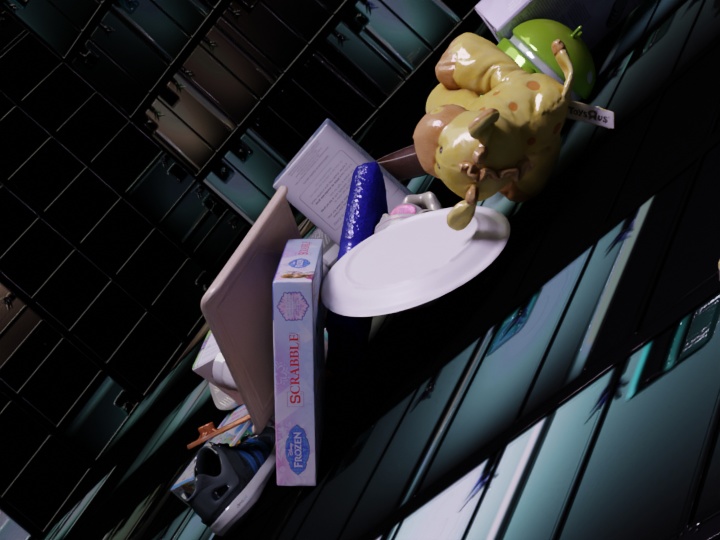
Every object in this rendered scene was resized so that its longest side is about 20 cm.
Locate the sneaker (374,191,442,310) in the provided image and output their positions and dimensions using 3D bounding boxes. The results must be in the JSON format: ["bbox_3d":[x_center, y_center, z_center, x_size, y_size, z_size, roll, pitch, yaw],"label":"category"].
[{"bbox_3d":[0.045,-0.020,1.636,0.080,0.089,0.200,-7,24,17],"label":"sneaker"}]

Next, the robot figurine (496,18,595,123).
[{"bbox_3d":[0.178,-0.193,1.715,0.200,0.116,0.175,-48,-1,10],"label":"robot figurine"}]

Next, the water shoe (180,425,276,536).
[{"bbox_3d":[-0.139,0.211,1.706,0.072,0.079,0.200,-46,8,21],"label":"water shoe"}]

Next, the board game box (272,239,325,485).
[{"bbox_3d":[-0.060,0.086,1.544,0.200,0.041,0.202,-82,-9,-78],"label":"board game box"}]

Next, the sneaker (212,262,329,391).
[{"bbox_3d":[-0.078,0.070,1.766,0.084,0.073,0.200,14,52,36],"label":"sneaker"}]

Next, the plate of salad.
[{"bbox_3d":[0.056,-0.003,1.513,0.198,0.048,0.201,-19,24,8],"label":"plate of salad"}]

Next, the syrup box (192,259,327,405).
[{"bbox_3d":[-0.119,0.052,1.867,0.081,0.079,0.201,-28,32,46],"label":"syrup box"}]

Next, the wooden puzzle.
[{"bbox_3d":[-0.101,0.041,1.627,0.037,0.202,0.186,6,42,26],"label":"wooden puzzle"}]

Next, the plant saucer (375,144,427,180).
[{"bbox_3d":[0.115,-0.153,1.933,0.198,0.035,0.200,-20,6,2],"label":"plant saucer"}]

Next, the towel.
[{"bbox_3d":[0.000,0.000,1.692,0.148,0.049,0.202,94,-175,-65],"label":"towel"}]

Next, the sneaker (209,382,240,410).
[{"bbox_3d":[-0.111,0.127,2.038,0.199,0.076,0.084,-24,-12,41],"label":"sneaker"}]

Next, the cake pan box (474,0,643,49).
[{"bbox_3d":[0.237,-0.313,1.786,0.184,0.052,0.200,-44,-27,7],"label":"cake pan box"}]

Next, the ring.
[{"bbox_3d":[-0.110,0.152,1.762,0.199,0.019,0.200,-27,-3,-2],"label":"ring"}]

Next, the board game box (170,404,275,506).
[{"bbox_3d":[-0.167,0.227,1.970,0.135,0.034,0.200,-53,8,-24],"label":"board game box"}]

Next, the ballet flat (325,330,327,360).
[{"bbox_3d":[-0.035,0.069,1.865,0.067,0.064,0.200,-45,7,1],"label":"ballet flat"}]

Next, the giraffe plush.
[{"bbox_3d":[0.120,-0.123,1.485,0.198,0.174,0.162,2,28,40],"label":"giraffe plush"}]

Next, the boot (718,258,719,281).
[{"bbox_3d":[0.204,0.013,0.685,0.200,0.072,0.155,-47,6,-20],"label":"boot"}]

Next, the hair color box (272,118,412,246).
[{"bbox_3d":[0.003,-0.074,1.823,0.099,0.200,0.061,-47,7,9],"label":"hair color box"}]

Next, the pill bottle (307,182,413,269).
[{"bbox_3d":[-0.010,-0.019,1.966,0.200,0.114,0.114,-43,9,39],"label":"pill bottle"}]
